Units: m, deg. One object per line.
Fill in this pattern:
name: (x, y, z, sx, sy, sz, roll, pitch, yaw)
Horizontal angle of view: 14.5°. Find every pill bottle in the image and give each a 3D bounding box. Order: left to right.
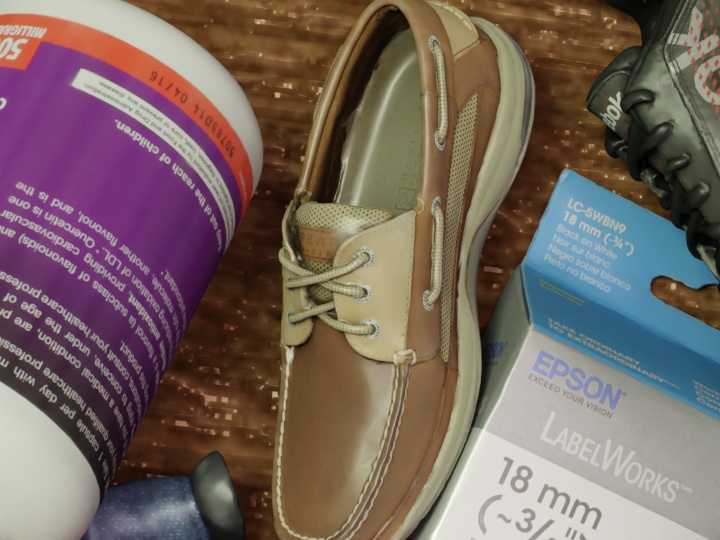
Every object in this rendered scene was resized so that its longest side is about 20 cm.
pill bottle: (-0.115, 0.014, 0.895, 0.112, 0.112, 0.200, 29, 59, -8)

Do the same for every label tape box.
label tape box: (0.099, 0.080, 0.985, 0.144, 0.063, 0.200, 26, 81, -8)

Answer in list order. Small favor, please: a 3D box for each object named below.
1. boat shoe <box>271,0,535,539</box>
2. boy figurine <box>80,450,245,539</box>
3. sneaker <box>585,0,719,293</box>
boat shoe: (0.000, 0.000, 0.957, 0.072, 0.076, 0.200, 30, 67, -51)
boy figurine: (-0.129, 0.126, 0.933, 0.200, 0.064, 0.125, -17, 78, -11)
sneaker: (0.130, -0.036, 0.989, 0.098, 0.071, 0.201, -5, 73, -7)
